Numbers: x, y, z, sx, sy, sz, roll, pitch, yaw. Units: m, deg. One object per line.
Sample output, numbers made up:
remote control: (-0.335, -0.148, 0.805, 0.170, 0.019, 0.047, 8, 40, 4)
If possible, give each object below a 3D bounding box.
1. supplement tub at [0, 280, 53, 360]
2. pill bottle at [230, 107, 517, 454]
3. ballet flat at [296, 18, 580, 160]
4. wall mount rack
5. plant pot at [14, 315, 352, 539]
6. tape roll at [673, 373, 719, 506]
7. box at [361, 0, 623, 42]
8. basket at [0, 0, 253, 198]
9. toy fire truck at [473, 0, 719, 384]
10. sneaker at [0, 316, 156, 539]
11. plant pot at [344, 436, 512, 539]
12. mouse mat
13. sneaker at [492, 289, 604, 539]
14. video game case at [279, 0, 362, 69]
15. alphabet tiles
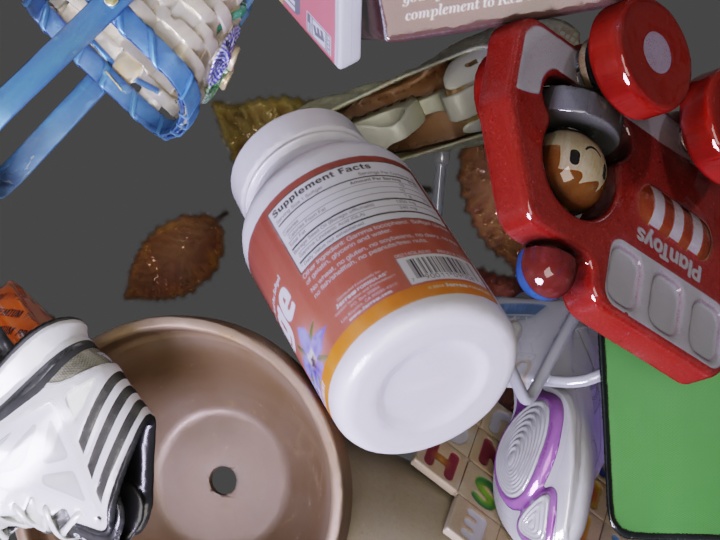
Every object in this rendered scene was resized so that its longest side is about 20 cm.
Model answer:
supplement tub: (-0.257, 0.105, 1.524, 0.200, 0.123, 0.123, -40, 97, -1)
pill bottle: (0.000, 0.000, 1.439, 0.112, 0.200, 0.112, -16, 136, -16)
ballet flat: (0.044, -0.094, 1.540, 0.200, 0.062, 0.067, -22, 104, 12)
wall mount rack: (0.077, 0.000, 1.530, 0.174, 0.200, 0.075, -60, 139, -35)
plant pot: (-0.093, 0.125, 1.468, 0.201, 0.093, 0.201, 0, 89, 18)
tape roll: (0.264, 0.082, 1.555, 0.200, 0.066, 0.200, 6, 76, -25)
box: (0.070, -0.226, 1.483, 0.166, 0.200, 0.164, -9, 97, -3)
basket: (-0.153, -0.130, 1.485, 0.200, 0.176, 0.139, -43, 89, -9)
toy fire truck: (0.141, -0.045, 1.412, 0.200, 0.112, 0.168, 31, 56, -37)
sneaker: (-0.193, 0.133, 1.409, 0.201, 0.076, 0.115, -48, 71, 11)
plant pot: (0.042, 0.204, 1.545, 0.200, 0.187, 0.187, 14, 94, -20)
mouse mat: (0.228, 0.081, 1.498, 0.200, 0.008, 0.161, 5, 76, -24)
sneaker: (0.134, 0.095, 1.535, 0.100, 0.200, 0.075, 29, 132, -24)
video game case: (-0.060, -0.227, 1.457, 0.017, 0.143, 0.200, -28, 59, -19)
alphabet tiles: (0.120, 0.145, 1.547, 0.200, 0.167, 0.008, 38, 125, -10)
